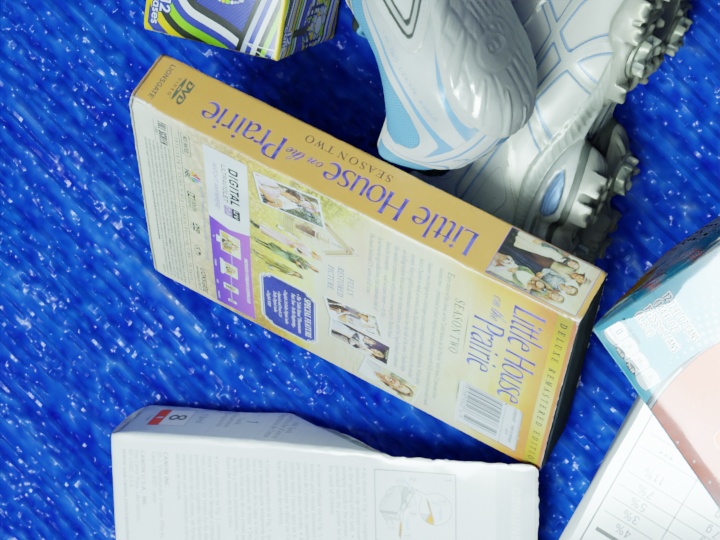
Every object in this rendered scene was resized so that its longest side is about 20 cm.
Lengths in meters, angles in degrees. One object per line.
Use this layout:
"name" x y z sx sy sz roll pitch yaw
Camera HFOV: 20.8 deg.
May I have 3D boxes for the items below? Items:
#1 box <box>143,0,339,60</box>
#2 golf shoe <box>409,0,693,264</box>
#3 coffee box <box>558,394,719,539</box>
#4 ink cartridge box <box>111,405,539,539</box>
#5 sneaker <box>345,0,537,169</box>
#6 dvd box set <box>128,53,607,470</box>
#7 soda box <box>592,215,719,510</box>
"box" -0.035 -0.193 0.797 0.064 0.070 0.201 14 109 17
"golf shoe" 0.078 -0.094 0.781 0.097 0.078 0.201 28 111 18
"coffee box" 0.203 0.064 0.703 0.199 0.200 0.199 30 113 10
"ink cartridge box" -0.014 0.149 0.900 0.199 0.050 0.163 2 104 13
"sneaker" 0.020 -0.135 0.764 0.072 0.072 0.201 -21 67 39
"dvd box set" 0.000 0.000 0.810 0.199 0.029 0.147 27 155 13
"soda box" 0.155 0.073 0.574 0.063 0.068 0.200 -36 88 24
